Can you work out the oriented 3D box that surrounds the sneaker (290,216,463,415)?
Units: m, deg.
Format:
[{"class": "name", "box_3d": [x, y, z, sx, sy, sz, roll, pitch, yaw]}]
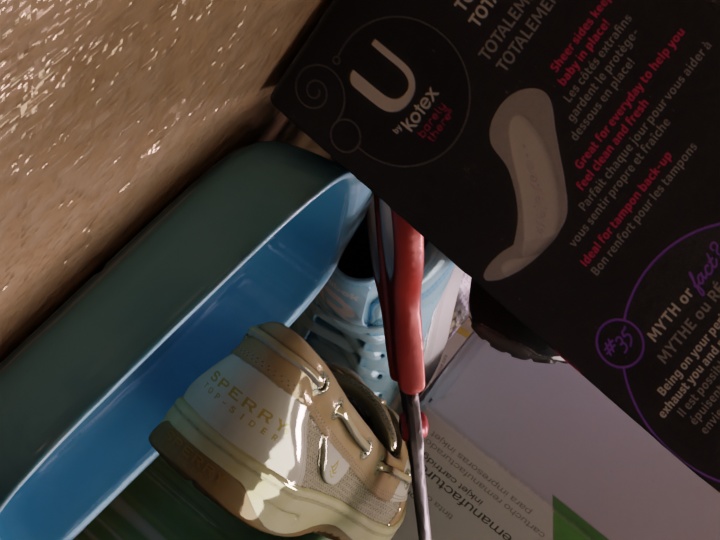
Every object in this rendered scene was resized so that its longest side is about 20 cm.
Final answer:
[{"class": "sneaker", "box_3d": [0.000, 0.000, 0.838, 0.082, 0.074, 0.200, -26, 146, -51]}]

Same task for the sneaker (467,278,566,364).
[{"class": "sneaker", "box_3d": [0.101, -0.057, 0.793, 0.200, 0.076, 0.088, -50, 148, -27]}]

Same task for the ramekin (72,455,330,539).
[{"class": "ramekin", "box_3d": [-0.101, 0.145, 0.845, 0.200, 0.098, 0.200, -46, 169, -12]}]

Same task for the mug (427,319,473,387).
[{"class": "mug", "box_3d": [0.070, 0.037, 1.151, 0.149, 0.187, 0.153, -17, 176, 30]}]

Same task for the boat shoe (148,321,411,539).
[{"class": "boat shoe", "box_3d": [-0.014, 0.058, 0.772, 0.063, 0.073, 0.201, -54, 160, 4]}]

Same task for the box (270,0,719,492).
[{"class": "box", "box_3d": [0.093, -0.044, 0.676, 0.122, 0.200, 0.106, -53, 168, 24]}]

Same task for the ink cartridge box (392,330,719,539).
[{"class": "ink cartridge box", "box_3d": [0.063, 0.128, 0.950, 0.084, 0.145, 0.200, -49, 176, -40]}]

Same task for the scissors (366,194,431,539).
[{"class": "scissors", "box_3d": [0.018, 0.043, 0.760, 0.014, 0.200, 0.073, -9, -159, -8]}]

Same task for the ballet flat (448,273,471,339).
[{"class": "ballet flat", "box_3d": [-0.012, 0.042, 0.971, 0.200, 0.072, 0.072, -52, 169, 16]}]

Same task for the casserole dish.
[{"class": "casserole dish", "box_3d": [-0.074, 0.028, 0.704, 0.200, 0.039, 0.121, -44, 169, -20]}]
